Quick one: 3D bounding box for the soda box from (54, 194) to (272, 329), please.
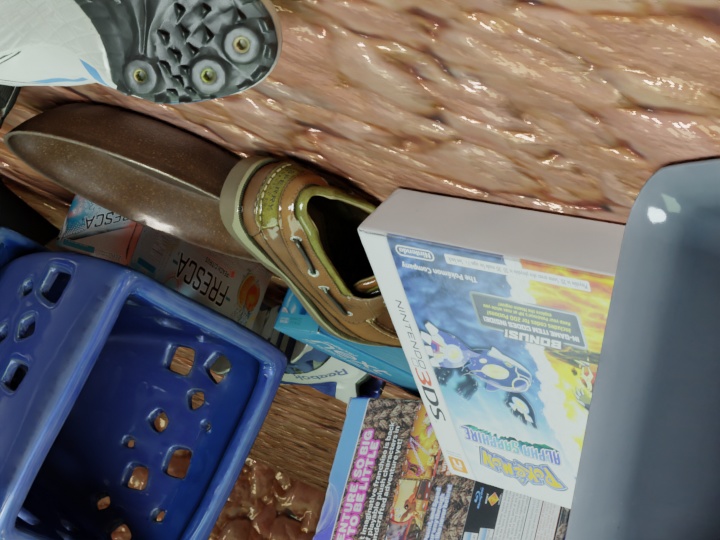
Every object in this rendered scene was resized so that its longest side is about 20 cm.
[{"bbox_3d":[-0.142,-0.008,1.364,0.068,0.064,0.200,16,168,27],"label":"soda box"}]

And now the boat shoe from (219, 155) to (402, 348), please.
[{"bbox_3d":[0.000,0.000,1.092,0.068,0.072,0.200,12,167,42],"label":"boat shoe"}]

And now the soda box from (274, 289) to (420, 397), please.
[{"bbox_3d":[0.047,0.050,1.233,0.199,0.065,0.068,27,168,-26],"label":"soda box"}]

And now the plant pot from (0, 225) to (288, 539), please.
[{"bbox_3d":[-0.201,0.092,1.288,0.179,0.201,0.200,22,172,39],"label":"plant pot"}]

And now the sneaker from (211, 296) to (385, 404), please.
[{"bbox_3d":[-0.041,0.072,1.517,0.115,0.081,0.199,29,166,-26],"label":"sneaker"}]

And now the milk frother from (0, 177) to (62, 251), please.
[{"bbox_3d":[-0.252,0.028,1.522,0.188,0.181,0.200,37,-145,6],"label":"milk frother"}]

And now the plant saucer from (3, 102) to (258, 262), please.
[{"bbox_3d":[-0.123,-0.058,1.146,0.199,0.037,0.200,21,169,4],"label":"plant saucer"}]

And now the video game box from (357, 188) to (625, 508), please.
[{"bbox_3d":[0.106,0.052,0.990,0.199,0.047,0.183,12,136,43],"label":"video game box"}]

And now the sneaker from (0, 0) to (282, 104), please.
[{"bbox_3d":[-0.116,-0.113,0.802,0.198,0.073,0.072,8,-161,28],"label":"sneaker"}]

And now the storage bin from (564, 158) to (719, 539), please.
[{"bbox_3d":[0.188,0.066,0.765,0.133,0.202,0.145,13,173,-23],"label":"storage bin"}]

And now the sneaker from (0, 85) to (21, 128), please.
[{"bbox_3d":[-0.266,-0.095,1.135,0.083,0.081,0.200,30,168,-15],"label":"sneaker"}]

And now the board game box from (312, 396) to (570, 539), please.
[{"bbox_3d":[0.074,0.175,1.177,0.199,0.161,0.097,0,157,42],"label":"board game box"}]
